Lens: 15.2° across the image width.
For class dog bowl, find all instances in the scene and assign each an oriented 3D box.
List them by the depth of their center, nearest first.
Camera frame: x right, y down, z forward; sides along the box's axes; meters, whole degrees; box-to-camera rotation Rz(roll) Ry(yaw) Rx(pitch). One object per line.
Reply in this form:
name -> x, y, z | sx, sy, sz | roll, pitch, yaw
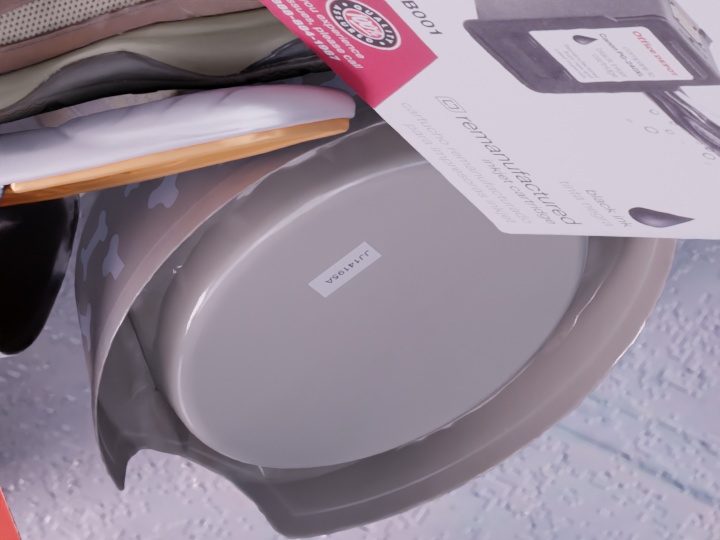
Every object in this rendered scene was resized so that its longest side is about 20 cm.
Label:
dog bowl -> 0.000, 0.000, 0.853 | 0.199, 0.059, 0.201 | -18, 142, -15

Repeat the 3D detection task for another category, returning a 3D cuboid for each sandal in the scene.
sandal -> -0.096, -0.007, 0.747 | 0.205, 0.079, 0.060 | -11, 88, 22

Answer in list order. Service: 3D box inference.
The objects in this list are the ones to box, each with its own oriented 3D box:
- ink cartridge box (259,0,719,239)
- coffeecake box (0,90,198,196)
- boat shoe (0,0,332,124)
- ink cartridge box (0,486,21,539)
ink cartridge box -> 0.088, -0.076, 0.673 | 0.199, 0.084, 0.145 | 3, 151, 43
coffeecake box -> -0.135, -0.088, 0.816 | 0.200, 0.073, 0.153 | -40, 117, 16
boat shoe -> -0.088, -0.081, 0.749 | 0.199, 0.076, 0.074 | -10, 98, -7
ink cartridge box -> -0.184, 0.083, 0.855 | 0.057, 0.199, 0.163 | -37, 127, -31
